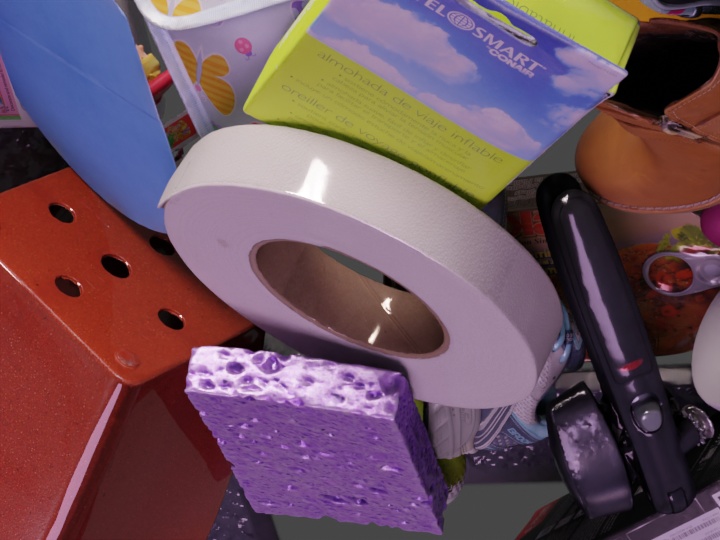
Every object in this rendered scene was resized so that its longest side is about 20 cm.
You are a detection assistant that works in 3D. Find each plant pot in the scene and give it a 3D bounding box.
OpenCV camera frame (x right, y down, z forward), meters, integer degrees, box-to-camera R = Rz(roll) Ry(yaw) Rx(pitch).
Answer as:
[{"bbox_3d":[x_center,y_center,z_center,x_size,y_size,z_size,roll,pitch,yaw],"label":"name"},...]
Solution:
[{"bbox_3d":[-0.167,0.058,1.509,0.200,0.200,0.176,43,122,14],"label":"plant pot"}]

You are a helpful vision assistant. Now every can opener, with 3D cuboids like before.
[{"bbox_3d":[0.130,0.043,1.441,0.078,0.063,0.201,-24,120,-14],"label":"can opener"}]

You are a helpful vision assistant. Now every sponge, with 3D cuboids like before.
[{"bbox_3d":[-0.019,0.092,1.486,0.111,0.030,0.200,7,159,12],"label":"sponge"}]

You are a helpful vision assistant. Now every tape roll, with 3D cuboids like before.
[{"bbox_3d":[0.000,0.000,1.361,0.202,0.037,0.203,23,159,10],"label":"tape roll"}]

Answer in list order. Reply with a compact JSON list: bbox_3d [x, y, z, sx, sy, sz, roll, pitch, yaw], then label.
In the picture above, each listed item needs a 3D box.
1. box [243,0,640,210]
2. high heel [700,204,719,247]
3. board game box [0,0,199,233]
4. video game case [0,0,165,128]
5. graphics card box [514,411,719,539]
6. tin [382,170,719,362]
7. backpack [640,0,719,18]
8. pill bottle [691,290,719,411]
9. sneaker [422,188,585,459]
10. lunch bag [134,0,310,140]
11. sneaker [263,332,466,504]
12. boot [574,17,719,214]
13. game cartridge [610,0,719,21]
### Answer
[{"bbox_3d":[0.035,-0.093,1.235,0.122,0.048,0.200,29,154,-9],"label":"box"},{"bbox_3d":[0.271,-0.018,1.411,0.199,0.096,0.068,-9,126,11],"label":"high heel"},{"bbox_3d":[-0.133,-0.114,1.424,0.158,0.039,0.201,33,150,41],"label":"board game box"},{"bbox_3d":[-0.209,-0.157,1.471,0.181,0.022,0.201,0,132,14],"label":"video game case"},{"bbox_3d":[0.163,0.141,1.573,0.200,0.125,0.051,-34,96,34],"label":"graphics card box"},{"bbox_3d":[0.111,-0.003,1.521,0.199,0.042,0.112,-5,134,19],"label":"tin"},{"bbox_3d":[0.137,-0.203,1.209,0.150,0.200,0.178,26,112,21],"label":"backpack"},{"bbox_3d":[0.274,0.071,1.473,0.200,0.109,0.109,27,133,-26],"label":"pill bottle"},{"bbox_3d":[0.076,0.019,1.488,0.086,0.078,0.200,-1,139,-1],"label":"sneaker"},{"bbox_3d":[-0.019,-0.151,1.362,0.169,0.127,0.201,-11,122,18],"label":"lunch bag"},{"bbox_3d":[-0.038,0.084,1.609,0.200,0.076,0.105,42,132,-20],"label":"sneaker"},{"bbox_3d":[0.142,-0.073,1.317,0.199,0.077,0.155,-7,173,44],"label":"boot"},{"bbox_3d":[0.206,-0.149,1.374,0.175,0.033,0.201,4,130,10],"label":"game cartridge"}]
